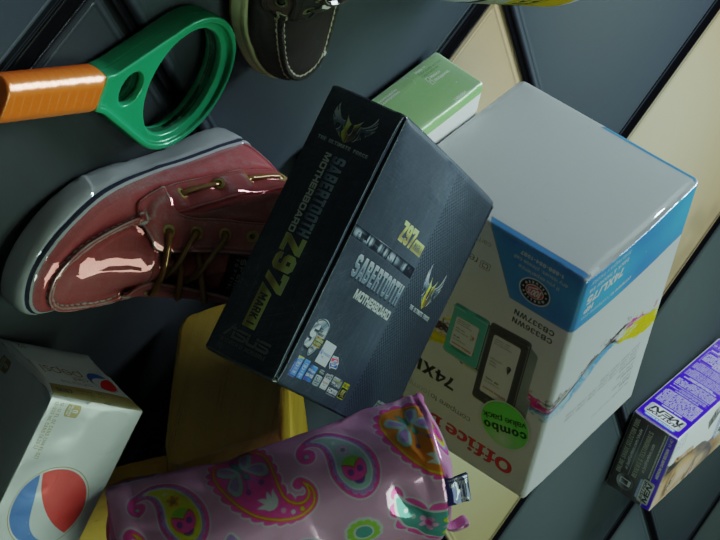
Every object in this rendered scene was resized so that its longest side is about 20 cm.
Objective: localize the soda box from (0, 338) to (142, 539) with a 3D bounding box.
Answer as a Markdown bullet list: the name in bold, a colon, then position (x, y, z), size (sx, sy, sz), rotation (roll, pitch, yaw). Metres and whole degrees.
- **soda box**: position (-0.200, 0.141, 1.218), size (0.068, 0.064, 0.201), rotation (14, 107, -46)

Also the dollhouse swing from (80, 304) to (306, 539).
- **dollhouse swing**: position (-0.124, 0.143, 1.381), size (0.182, 0.174, 0.201), rotation (-90, 174, -49)

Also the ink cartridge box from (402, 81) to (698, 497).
- **ink cartridge box**: position (0.110, 0.013, 1.492), size (0.146, 0.146, 0.201), rotation (-38, 150, -41)

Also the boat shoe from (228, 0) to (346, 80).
- **boat shoe**: position (-0.027, -0.169, 1.193), size (0.073, 0.065, 0.201), rotation (-47, 156, -29)

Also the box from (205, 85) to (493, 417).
- **box**: position (0.000, 0.000, 1.252), size (0.159, 0.051, 0.200), rotation (-64, 159, -4)

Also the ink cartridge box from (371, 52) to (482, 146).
- **ink cartridge box**: position (0.011, -0.028, 1.484), size (0.145, 0.048, 0.201), rotation (-40, 154, -37)

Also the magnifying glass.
- **magnifying glass**: position (-0.127, -0.096, 1.143), size (0.200, 0.022, 0.080), rotation (-18, 136, -61)

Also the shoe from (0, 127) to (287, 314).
- **shoe**: position (-0.099, -0.014, 1.211), size (0.200, 0.091, 0.072), rotation (-31, 146, -48)

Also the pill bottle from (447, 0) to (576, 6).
- **pill bottle**: position (0.099, -0.216, 1.336), size (0.200, 0.112, 0.113), rotation (-10, 129, -61)

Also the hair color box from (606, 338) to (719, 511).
- **hair color box**: position (0.359, 0.169, 2.458), size (0.200, 0.065, 0.110), rotation (-32, 147, -45)

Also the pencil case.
- **pencil case**: position (-0.042, 0.133, 1.234), size (0.198, 0.088, 0.088), rotation (-15, 147, -6)
